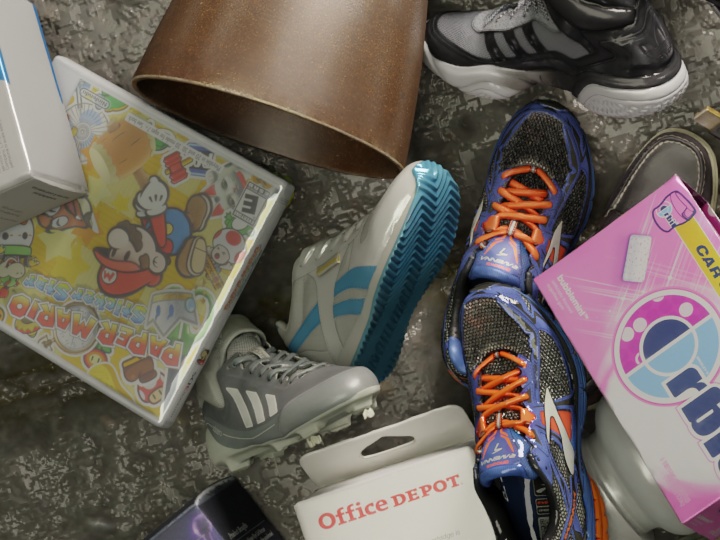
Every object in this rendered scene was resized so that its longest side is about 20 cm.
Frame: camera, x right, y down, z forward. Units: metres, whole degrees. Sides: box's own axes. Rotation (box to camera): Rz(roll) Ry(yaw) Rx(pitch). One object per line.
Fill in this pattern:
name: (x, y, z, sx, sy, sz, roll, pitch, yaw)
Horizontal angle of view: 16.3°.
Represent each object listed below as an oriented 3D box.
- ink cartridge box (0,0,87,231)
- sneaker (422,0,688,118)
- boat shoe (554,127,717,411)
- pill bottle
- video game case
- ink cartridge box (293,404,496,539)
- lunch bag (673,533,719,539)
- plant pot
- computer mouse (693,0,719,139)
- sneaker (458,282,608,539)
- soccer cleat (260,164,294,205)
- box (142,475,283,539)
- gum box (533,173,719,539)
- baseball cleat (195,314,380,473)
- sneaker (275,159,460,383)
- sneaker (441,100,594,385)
ink cartridge box: (-0.302, -0.087, 1.683, 0.199, 0.086, 0.147, -22, 75, 19)
sneaker: (0.117, -0.170, 1.604, 0.199, 0.075, 0.114, 15, 130, 36)
boat shoe: (0.177, 0.002, 1.650, 0.072, 0.065, 0.201, 28, 99, 10)
pill bottle: (0.222, 0.102, 1.627, 0.200, 0.110, 0.110, -35, 87, 12)
video game case: (-0.166, -0.021, 1.678, 0.199, 0.023, 0.183, 29, 94, 22)
ink cartridge box: (0.050, 0.195, 1.662, 0.128, 0.125, 0.201, -18, 90, 12)
lunch bag: (0.236, 0.255, 1.632, 0.199, 0.118, 0.165, -22, 93, 13)
plant pot: (-0.031, -0.185, 1.635, 0.186, 0.187, 0.201, 16, 84, 10)
computer mouse: (0.243, -0.160, 1.599, 0.200, 0.046, 0.141, 30, 102, -32)
sneaker: (0.103, 0.105, 1.569, 0.075, 0.078, 0.201, -18, 87, 30)
soccer cleat: (-0.133, -0.020, 1.717, 0.199, 0.065, 0.084, -14, 95, 16)
box: (-0.093, 0.267, 1.710, 0.148, 0.104, 0.200, -41, 86, 13)
gum box: (0.208, 0.058, 1.544, 0.113, 0.066, 0.201, -36, 63, 13)
baseball cleat: (-0.061, 0.073, 1.659, 0.200, 0.070, 0.107, -29, 81, 54)
sneaker: (0.000, 0.000, 1.649, 0.081, 0.076, 0.200, 44, 131, 21)
sneaker: (0.103, -0.013, 1.650, 0.075, 0.078, 0.201, 15, 98, 10)
